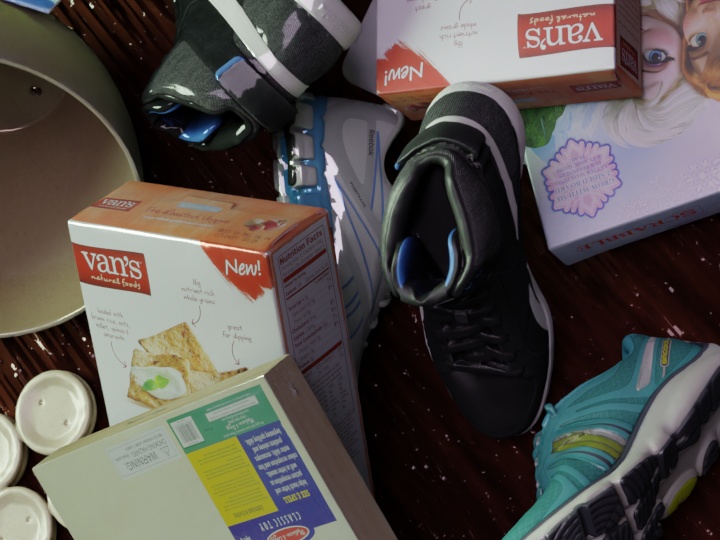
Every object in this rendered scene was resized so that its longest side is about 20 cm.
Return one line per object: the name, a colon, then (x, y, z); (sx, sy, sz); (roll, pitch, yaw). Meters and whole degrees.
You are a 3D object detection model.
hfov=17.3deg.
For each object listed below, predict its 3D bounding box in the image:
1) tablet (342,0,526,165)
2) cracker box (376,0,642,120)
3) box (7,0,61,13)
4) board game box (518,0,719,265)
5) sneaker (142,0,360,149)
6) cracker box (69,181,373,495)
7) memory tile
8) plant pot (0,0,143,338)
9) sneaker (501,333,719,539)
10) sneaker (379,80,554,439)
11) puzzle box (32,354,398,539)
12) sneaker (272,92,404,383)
tablet: (0.097, -0.129, 1.324); (0.199, 0.014, 0.131); (26, 89, 22)
cracker box: (0.078, -0.188, 1.262); (0.133, 0.058, 0.202); (-5, 77, 21)
box: (-0.173, -0.233, 1.364); (0.121, 0.048, 0.200); (19, 46, 22)
board game box: (0.172, -0.129, 1.267); (0.199, 0.041, 0.201); (-19, 73, 16)
sneaker: (-0.089, -0.131, 1.306); (0.112, 0.073, 0.200); (-49, 32, -3)
cracker box: (-0.071, 0.061, 1.250); (0.133, 0.058, 0.202); (9, 119, 35)
memory tile: (-0.187, 0.171, 1.367); (0.153, 0.017, 0.201); (-31, 72, 12)
plant pot: (-0.218, -0.080, 1.353); (0.199, 0.201, 0.135); (-20, 37, 15)
sneaker: (0.120, 0.104, 1.209); (0.079, 0.078, 0.200); (19, 46, 32)
sneaker: (0.047, 0.015, 1.217); (0.072, 0.112, 0.202); (1, 115, 21)
puzzle box: (-0.073, 0.130, 1.224); (0.199, 0.025, 0.134); (-22, 100, 43)
sneaker: (0.000, 0.000, 1.308); (0.086, 0.075, 0.202); (-1, 91, -13)
